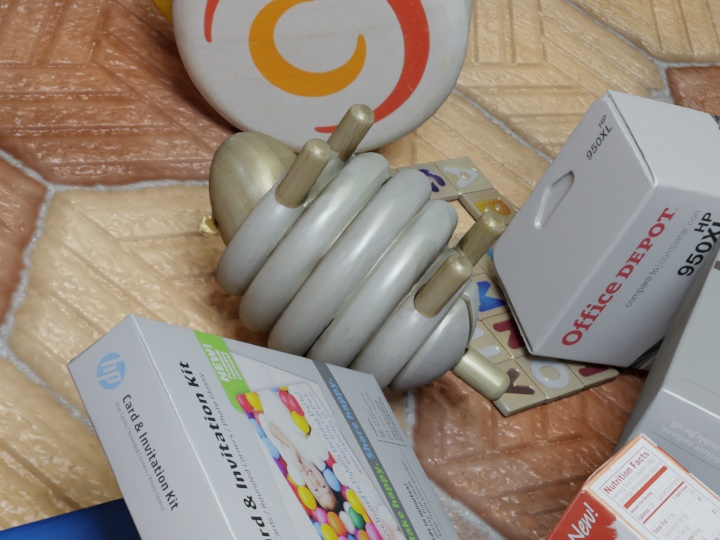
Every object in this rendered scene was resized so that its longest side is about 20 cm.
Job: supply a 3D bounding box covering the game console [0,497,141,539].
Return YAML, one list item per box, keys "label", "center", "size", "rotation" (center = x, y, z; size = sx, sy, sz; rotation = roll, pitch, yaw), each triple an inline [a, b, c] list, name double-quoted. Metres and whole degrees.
- label: "game console"
  center: [-0.064, 0.194, 0.616]
  size: [0.171, 0.118, 0.200]
  rotation: [37, 25, -42]

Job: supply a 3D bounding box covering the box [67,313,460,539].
- label: "box"
  center: [-0.022, 0.105, 0.630]
  size: [0.200, 0.041, 0.156]
  rotation: [20, 37, -58]

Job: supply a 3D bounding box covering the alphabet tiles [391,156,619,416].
- label: "alphabet tiles"
  center: [0.065, 0.005, 0.920]
  size: [0.167, 0.008, 0.200]
  rotation: [-13, 52, -40]

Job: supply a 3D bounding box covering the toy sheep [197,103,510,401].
- label: "toy sheep"
  center: [0.000, 0.000, 0.787]
  size: [0.200, 0.138, 0.138]
  rotation: [42, 39, 5]

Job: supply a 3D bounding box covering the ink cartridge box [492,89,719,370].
- label: "ink cartridge box"
  center: [0.202, -0.013, 0.898]
  size: [0.199, 0.145, 0.084]
  rotation: [9, 41, -27]

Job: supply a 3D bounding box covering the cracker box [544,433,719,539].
- label: "cracker box"
  center: [0.159, 0.188, 0.656]
  size: [0.200, 0.134, 0.058]
  rotation: [41, 43, 19]

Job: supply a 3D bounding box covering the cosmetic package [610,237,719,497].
- label: "cosmetic package"
  center: [0.198, 0.067, 0.752]
  size: [0.107, 0.090, 0.200]
  rotation: [28, 30, 7]

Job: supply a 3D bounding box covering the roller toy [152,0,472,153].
- label: "roller toy"
  center: [-0.021, -0.178, 0.942]
  size: [0.182, 0.200, 0.140]
  rotation: [39, 33, -22]
